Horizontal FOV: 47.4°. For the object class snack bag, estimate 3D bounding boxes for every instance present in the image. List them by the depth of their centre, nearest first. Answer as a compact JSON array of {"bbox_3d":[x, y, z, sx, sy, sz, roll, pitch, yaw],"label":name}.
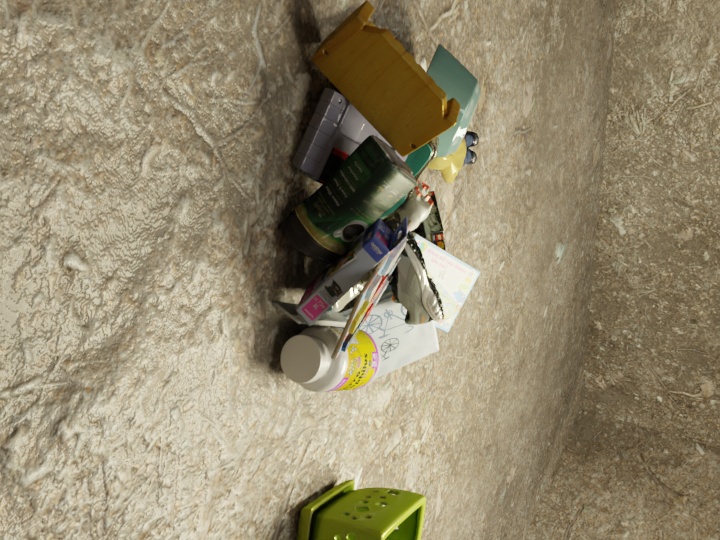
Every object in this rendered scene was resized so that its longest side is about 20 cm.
[{"bbox_3d":[0.054,0.117,1.498,0.186,0.022,0.202,-24,135,-6],"label":"snack bag"}]

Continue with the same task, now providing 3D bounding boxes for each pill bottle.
[{"bbox_3d":[-0.049,0.144,1.330,0.199,0.103,0.106,12,91,-64],"label":"pill bottle"}]

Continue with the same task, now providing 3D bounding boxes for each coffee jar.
[{"bbox_3d":[-0.018,-0.099,1.213,0.200,0.086,0.104,-43,153,14],"label":"coffee jar"}]

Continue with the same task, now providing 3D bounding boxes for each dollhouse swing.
[{"bbox_3d":[0.060,-0.309,1.207,0.200,0.181,0.177,44,56,-16],"label":"dollhouse swing"}]

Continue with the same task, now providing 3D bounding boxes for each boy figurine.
[{"bbox_3d":[0.184,-0.236,1.682,0.199,0.064,0.126,-28,126,-57],"label":"boy figurine"}]

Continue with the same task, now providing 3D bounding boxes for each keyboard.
[{"bbox_3d":[-0.069,0.072,1.314,0.011,0.056,0.199,-64,155,6],"label":"keyboard"}]

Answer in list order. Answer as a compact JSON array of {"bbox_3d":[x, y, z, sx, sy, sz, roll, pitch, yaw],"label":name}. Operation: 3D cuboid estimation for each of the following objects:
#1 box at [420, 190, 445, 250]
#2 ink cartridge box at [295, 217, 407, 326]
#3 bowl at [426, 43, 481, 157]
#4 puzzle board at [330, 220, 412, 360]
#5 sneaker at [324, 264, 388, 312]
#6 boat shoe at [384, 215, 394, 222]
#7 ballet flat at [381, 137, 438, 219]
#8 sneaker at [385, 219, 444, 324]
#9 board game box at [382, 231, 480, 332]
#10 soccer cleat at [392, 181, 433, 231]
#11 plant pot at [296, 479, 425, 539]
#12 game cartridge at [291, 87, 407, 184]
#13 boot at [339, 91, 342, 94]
[{"bbox_3d":[0.150,-0.038,1.656,0.138,0.039,0.202,-97,177,-50],"label":"box"},{"bbox_3d":[-0.011,-0.010,1.242,0.199,0.042,0.120,-41,-171,15],"label":"ink cartridge box"},{"bbox_3d":[0.143,-0.281,1.443,0.201,0.104,0.203,-156,-90,-89],"label":"bowl"},{"bbox_3d":[0.022,0.030,1.261,0.201,0.017,0.152,-55,172,-48],"label":"puzzle board"},{"bbox_3d":[0.000,0.000,1.391,0.200,0.080,0.077,-51,143,-43],"label":"sneaker"},{"bbox_3d":[0.075,-0.007,1.548,0.074,0.074,0.206,-19,118,-60],"label":"boat shoe"},{"bbox_3d":[0.072,-0.164,1.400,0.200,0.068,0.075,-50,-177,35],"label":"ballet flat"},{"bbox_3d":[0.078,0.009,1.380,0.074,0.078,0.202,-90,159,-65],"label":"sneaker"},{"bbox_3d":[0.124,0.022,1.521,0.199,0.034,0.136,27,94,-41],"label":"board game box"},{"bbox_3d":[0.086,-0.127,1.492,0.078,0.069,0.200,-51,-167,16],"label":"soccer cleat"},{"bbox_3d":[-0.009,0.501,1.483,0.198,0.179,0.203,-12,111,-62],"label":"plant pot"},{"bbox_3d":[-0.007,-0.181,1.265,0.199,0.038,0.131,20,92,-47],"label":"game cartridge"},{"bbox_3d":[0.030,-0.237,1.352,0.199,0.076,0.158,-30,126,-54],"label":"boot"}]
